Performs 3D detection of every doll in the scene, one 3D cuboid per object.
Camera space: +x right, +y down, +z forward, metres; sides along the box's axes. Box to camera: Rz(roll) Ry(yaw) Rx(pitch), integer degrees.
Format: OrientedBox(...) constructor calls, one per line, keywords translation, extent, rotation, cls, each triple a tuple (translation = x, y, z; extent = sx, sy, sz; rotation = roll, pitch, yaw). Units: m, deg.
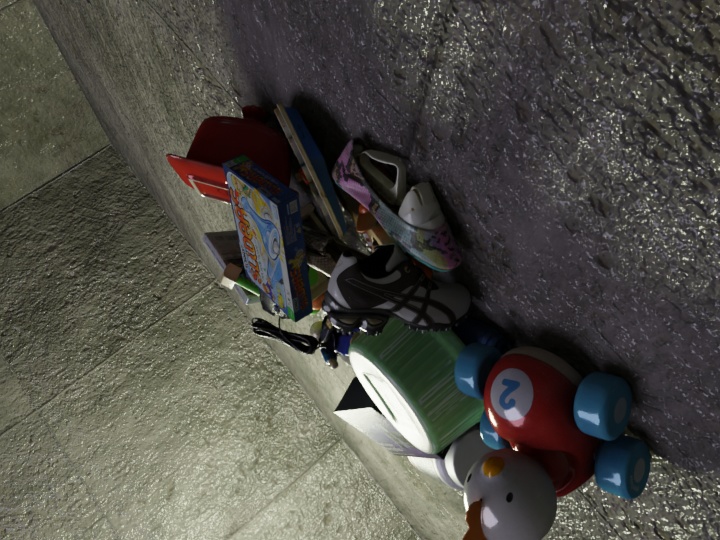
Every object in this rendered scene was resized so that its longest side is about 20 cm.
OrientedBox(translation=(-0.036, 0.105, 1.082), extent=(0.048, 0.138, 0.199), rotation=(14, 167, -25), cls="doll")

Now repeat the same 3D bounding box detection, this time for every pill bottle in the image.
OrientedBox(translation=(0.160, 0.307, 1.039), extent=(0.114, 0.113, 0.200), rotation=(54, 163, -5), cls="pill bottle")

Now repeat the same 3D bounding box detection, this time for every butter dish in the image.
OrientedBox(translation=(-0.178, -0.182, 0.943), extent=(0.197, 0.150, 0.200), rotation=(15, 174, -6), cls="butter dish")

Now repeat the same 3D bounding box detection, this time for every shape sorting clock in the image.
OrientedBox(translation=(-0.071, -0.135, 0.839), extent=(0.200, 0.039, 0.202), rotation=(157, 91, -86), cls="shape sorting clock")

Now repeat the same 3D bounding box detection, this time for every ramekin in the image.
OrientedBox(translation=(0.072, 0.143, 0.808), extent=(0.200, 0.097, 0.201), rotation=(47, 161, 21), cls="ramekin")

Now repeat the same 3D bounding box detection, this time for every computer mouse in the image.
OrientedBox(translation=(-0.105, 0.054, 0.978), extent=(0.139, 0.046, 0.202), rotation=(22, 121, 5), cls="computer mouse")

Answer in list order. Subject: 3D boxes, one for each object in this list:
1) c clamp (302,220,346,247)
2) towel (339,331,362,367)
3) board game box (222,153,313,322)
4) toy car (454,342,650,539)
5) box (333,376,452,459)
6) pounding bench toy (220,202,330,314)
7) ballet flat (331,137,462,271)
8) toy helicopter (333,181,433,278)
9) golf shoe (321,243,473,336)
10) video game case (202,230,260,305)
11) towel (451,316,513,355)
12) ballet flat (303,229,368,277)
OrientedBox(translation=(-0.082, -0.049, 0.939), extent=(0.198, 0.027, 0.171), rotation=(27, 173, 3), cls="c clamp")
OrientedBox(translation=(-0.005, 0.106, 1.110), extent=(0.200, 0.034, 0.134), rotation=(27, 110, 59), cls="towel")
OrientedBox(translation=(-0.125, -0.042, 0.837), extent=(0.135, 0.034, 0.202), rotation=(37, 145, 38), cls="board game box")
OrientedBox(translation=(0.160, 0.201, 0.625), extent=(0.183, 0.200, 0.178), rotation=(8, 134, 48), cls="toy car")
OrientedBox(translation=(0.056, 0.235, 0.991), extent=(0.141, 0.079, 0.200), rotation=(39, 157, -6), cls="box")
OrientedBox(translation=(-0.126, 0.014, 1.073), extent=(0.157, 0.199, 0.124), rotation=(53, 163, 2), cls="pounding bench toy")
OrientedBox(translation=(0.042, -0.083, 0.686), extent=(0.200, 0.069, 0.072), rotation=(45, 135, 26), cls="ballet flat")
OrientedBox(translation=(0.010, -0.059, 0.794), extent=(0.201, 0.078, 0.133), rotation=(56, 175, 38), cls="toy helicopter")
OrientedBox(translation=(0.054, 0.018, 0.691), extent=(0.078, 0.198, 0.096), rotation=(37, 123, 51), cls="golf shoe")
OrientedBox(translation=(-0.185, -0.015, 1.197), extent=(0.182, 0.198, 0.023), rotation=(50, 127, 28), cls="video game case")
OrientedBox(translation=(0.130, 0.098, 0.820), extent=(0.199, 0.048, 0.112), rotation=(30, 151, 53), cls="towel")
OrientedBox(translation=(0.000, 0.000, 0.854), extent=(0.199, 0.068, 0.046), rotation=(31, 150, -23), cls="ballet flat")
